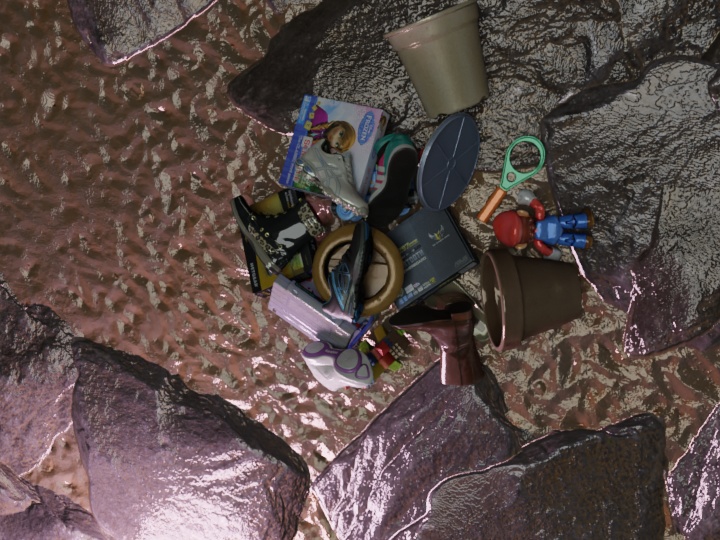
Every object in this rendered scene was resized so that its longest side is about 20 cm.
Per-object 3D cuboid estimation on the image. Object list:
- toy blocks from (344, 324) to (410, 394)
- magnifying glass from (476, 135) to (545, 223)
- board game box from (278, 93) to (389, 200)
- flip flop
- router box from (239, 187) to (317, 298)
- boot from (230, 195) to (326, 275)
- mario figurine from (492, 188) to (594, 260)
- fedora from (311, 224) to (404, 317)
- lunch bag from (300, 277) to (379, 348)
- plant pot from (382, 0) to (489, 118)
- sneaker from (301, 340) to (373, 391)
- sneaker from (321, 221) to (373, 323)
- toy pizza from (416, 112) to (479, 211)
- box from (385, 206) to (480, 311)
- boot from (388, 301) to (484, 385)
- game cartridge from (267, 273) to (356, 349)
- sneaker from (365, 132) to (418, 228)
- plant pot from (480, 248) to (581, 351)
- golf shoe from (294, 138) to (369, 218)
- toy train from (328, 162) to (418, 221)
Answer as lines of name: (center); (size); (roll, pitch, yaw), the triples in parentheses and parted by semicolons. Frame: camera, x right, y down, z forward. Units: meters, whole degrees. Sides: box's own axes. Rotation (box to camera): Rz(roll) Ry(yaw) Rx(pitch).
toy blocks: (0.028, 0.202, 1.673); (0.100, 0.137, 0.200); (46, 109, 3)
magnifying glass: (0.306, -0.185, 1.587); (0.079, 0.022, 0.201); (36, 105, 7)
board game box: (-0.057, -0.253, 1.620); (0.197, 0.041, 0.204); (16, 89, 26)
flip flop: (0.203, 0.080, 1.642); (0.200, 0.058, 0.081); (43, 108, 6)
router box: (-0.179, -0.062, 1.692); (0.155, 0.052, 0.203); (-22, 70, 19)
boot: (-0.175, -0.110, 1.635); (0.153, 0.073, 0.205); (-37, 66, 7)
mario figurine: (0.367, -0.091, 1.569); (0.196, 0.106, 0.126); (4, 65, 5)
fedora: (0.000, 0.000, 1.609); (0.197, 0.082, 0.205); (0, 91, 15)
lunch bag: (-0.062, 0.086, 1.713); (0.200, 0.075, 0.161); (44, 110, 6)
plant pot: (0.166, -0.408, 1.510); (0.197, 0.201, 0.186); (-17, 106, 18)
sneaker: (-0.038, 0.210, 1.610); (0.198, 0.075, 0.101); (16, 134, 47)
sneaker: (-0.026, -0.001, 1.535); (0.080, 0.073, 0.204); (13, 94, 16)
toy pizza: (0.170, -0.217, 1.536); (0.031, 0.199, 0.203); (27, 107, 34)
box: (0.130, -0.032, 1.625); (0.199, 0.051, 0.160); (-33, 70, 19)
boot: (0.163, 0.170, 1.633); (0.183, 0.065, 0.203); (-6, 122, 9)
game cartridge: (-0.104, 0.097, 1.635); (0.198, 0.039, 0.130); (35, 145, 6)
sneaker: (0.057, -0.194, 1.547); (0.082, 0.122, 0.202); (14, 129, -14)
plant pot: (0.343, 0.052, 1.540); (0.171, 0.200, 0.204); (-6, 99, -2)
golf shoe: (-0.042, -0.189, 1.542); (0.200, 0.078, 0.098); (42, 95, 23)
toy train: (0.026, -0.170, 1.639); (0.196, 0.087, 0.117); (-5, 89, 19)
